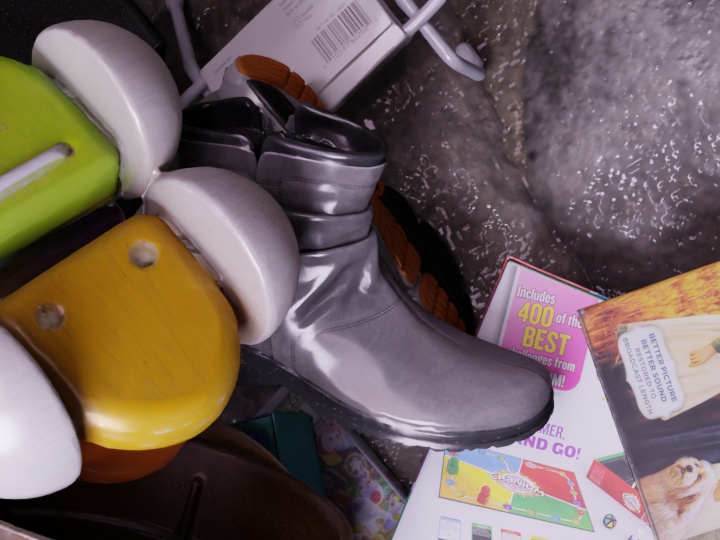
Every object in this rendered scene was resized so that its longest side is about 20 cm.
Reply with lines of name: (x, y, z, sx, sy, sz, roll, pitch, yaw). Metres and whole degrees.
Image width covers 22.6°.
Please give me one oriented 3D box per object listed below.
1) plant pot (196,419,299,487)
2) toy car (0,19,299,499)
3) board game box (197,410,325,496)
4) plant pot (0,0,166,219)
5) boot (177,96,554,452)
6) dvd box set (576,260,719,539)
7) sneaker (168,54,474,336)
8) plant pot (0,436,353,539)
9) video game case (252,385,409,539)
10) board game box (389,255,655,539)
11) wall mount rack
plant pot: (-0.093, 0.171, 0.906, 0.199, 0.027, 0.201, -3, 84, 25)
toy car: (-0.139, 0.004, 0.781, 0.200, 0.175, 0.150, 51, 151, 8)
board game box: (-0.080, 0.188, 0.938, 0.151, 0.045, 0.201, -16, 78, 24)
plant pot: (-0.213, -0.080, 0.947, 0.177, 0.200, 0.200, 29, 142, 9)
boot: (0.000, 0.000, 0.824, 0.199, 0.070, 0.132, 13, 117, 7)
dvd box set: (0.213, 0.054, 0.800, 0.199, 0.029, 0.147, -19, 84, 6)
sneaker: (-0.023, -0.010, 0.905, 0.092, 0.076, 0.200, -34, 103, 22)
plant pot: (-0.124, 0.187, 0.807, 0.200, 0.200, 0.199, 20, 101, 26)
video game case: (-0.016, 0.174, 0.943, 0.143, 0.018, 0.200, -48, 68, 14)
board game box: (0.103, 0.114, 0.866, 0.153, 0.040, 0.201, 24, 90, 24)
wall mount rack: (-0.033, -0.131, 0.955, 0.200, 0.075, 0.174, -41, 73, 17)
